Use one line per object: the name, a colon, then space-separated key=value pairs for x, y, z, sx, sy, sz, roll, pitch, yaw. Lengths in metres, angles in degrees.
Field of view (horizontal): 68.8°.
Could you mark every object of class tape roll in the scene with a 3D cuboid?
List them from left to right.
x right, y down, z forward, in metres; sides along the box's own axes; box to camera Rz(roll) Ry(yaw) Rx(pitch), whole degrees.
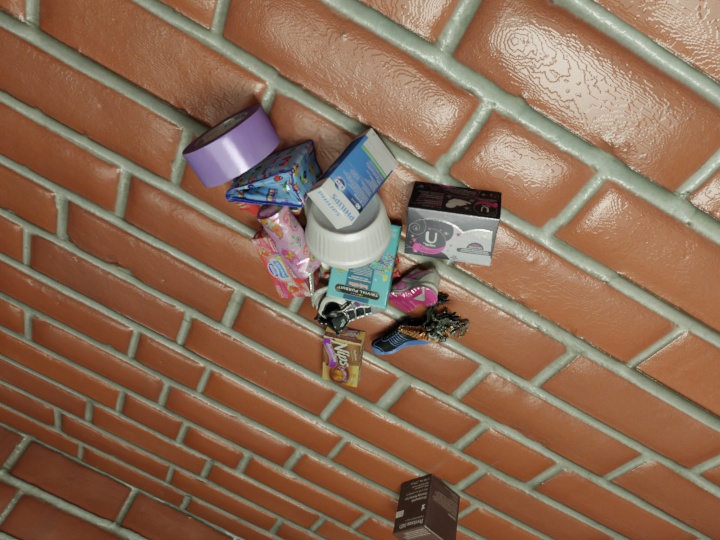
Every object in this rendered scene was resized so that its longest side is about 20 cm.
tape roll: x=-0.280 y=-0.272 z=1.144 sx=0.198 sy=0.201 sz=0.085 roll=-15 pitch=122 yaw=27

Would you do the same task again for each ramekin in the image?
ramekin: x=-0.030 y=-0.111 z=1.182 sx=0.200 sy=0.204 sz=0.095 roll=10 pitch=146 yaw=10

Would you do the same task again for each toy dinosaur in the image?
toy dinosaur: x=0.200 y=0.148 z=1.370 sx=0.102 sy=0.199 sz=0.137 roll=44 pitch=137 yaw=33

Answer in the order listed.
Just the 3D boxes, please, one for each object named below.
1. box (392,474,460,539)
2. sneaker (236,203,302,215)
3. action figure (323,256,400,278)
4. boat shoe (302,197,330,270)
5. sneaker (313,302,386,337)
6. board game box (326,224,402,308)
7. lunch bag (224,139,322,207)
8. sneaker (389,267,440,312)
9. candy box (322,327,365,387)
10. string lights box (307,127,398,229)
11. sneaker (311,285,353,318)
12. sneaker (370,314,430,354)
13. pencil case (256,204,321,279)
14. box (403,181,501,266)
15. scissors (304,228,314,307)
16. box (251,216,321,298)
box: x=0.242 y=0.887 z=1.909 sx=0.164 sy=0.201 sz=0.165 roll=43 pitch=127 yaw=-17
sneaker: x=-0.224 y=-0.165 z=1.302 sx=0.198 sy=0.077 sz=0.085 roll=16 pitch=140 yaw=24
action figure: x=0.000 y=0.000 z=1.344 sx=0.198 sy=0.066 sz=0.052 roll=-9 pitch=158 yaw=13
boat shoe: x=-0.093 y=-0.101 z=1.317 sx=0.069 sy=0.071 sz=0.202 roll=-19 pitch=115 yaw=-1
sneaker: x=-0.030 y=0.125 z=1.421 sx=0.198 sy=0.140 sz=0.078 roll=-2 pitch=128 yaw=21
board game box: x=0.010 y=-0.023 z=1.285 sx=0.149 sy=0.047 sz=0.202 roll=12 pitch=96 yaw=9
lunch bag: x=-0.208 y=-0.214 z=1.200 sx=0.198 sy=0.151 sz=0.095 roll=-2 pitch=127 yaw=19
sneaker: x=0.139 y=0.045 z=1.347 sx=0.081 sy=0.089 sz=0.199 roll=44 pitch=150 yaw=-21
candy box: x=-0.053 y=0.259 z=1.595 sx=0.115 sy=0.057 sz=0.201 roll=13 pitch=132 yaw=8
string lights box: x=-0.013 y=-0.196 z=1.115 sx=0.103 sy=0.201 sz=0.059 roll=49 pitch=149 yaw=-22
sneaker: x=-0.028 y=0.065 z=1.380 sx=0.198 sy=0.080 sz=0.074 roll=-25 pitch=129 yaw=3
sneaker: x=0.111 y=0.175 z=1.470 sx=0.198 sy=0.070 sz=0.078 roll=-18 pitch=118 yaw=21
pencil case: x=-0.164 y=-0.074 z=1.239 sx=0.087 sy=0.088 sz=0.201 roll=-11 pitch=129 yaw=25
box: x=0.205 y=-0.103 z=1.179 sx=0.198 sy=0.115 sz=0.133 roll=10 pitch=130 yaw=11
scissors: x=-0.125 y=-0.009 z=1.365 sx=0.014 sy=0.073 sz=0.202 roll=-1 pitch=113 yaw=29
box: x=-0.189 y=-0.032 z=1.377 sx=0.099 sy=0.096 sz=0.201 roll=-5 pitch=126 yaw=22
